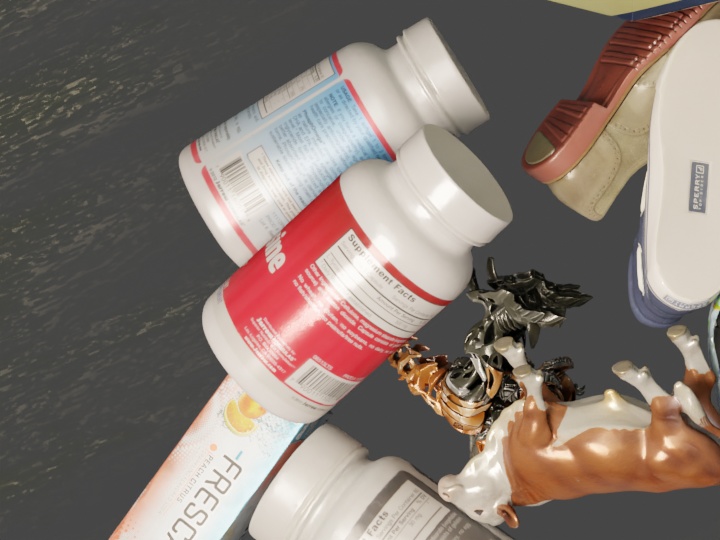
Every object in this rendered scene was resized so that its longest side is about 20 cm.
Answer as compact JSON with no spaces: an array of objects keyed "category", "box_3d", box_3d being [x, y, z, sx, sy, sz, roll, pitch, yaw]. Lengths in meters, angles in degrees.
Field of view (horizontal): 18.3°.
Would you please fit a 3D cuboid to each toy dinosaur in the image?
[{"category":"toy dinosaur","box_3d":[0.092,0.071,1.523,0.200,0.102,0.136,19,107,-8]}]

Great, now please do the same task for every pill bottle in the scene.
[{"category":"pill bottle","box_3d":[0.000,0.000,1.477,0.200,0.112,0.112,-42,78,18]},{"category":"pill bottle","box_3d":[-0.016,-0.087,1.546,0.200,0.109,0.109,-31,80,8]},{"category":"pill bottle","box_3d":[0.032,0.197,1.509,0.200,0.113,0.113,35,93,13]}]

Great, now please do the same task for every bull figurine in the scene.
[{"category":"bull figurine","box_3d":[0.143,0.105,1.449,0.200,0.065,0.121,-7,119,16]}]

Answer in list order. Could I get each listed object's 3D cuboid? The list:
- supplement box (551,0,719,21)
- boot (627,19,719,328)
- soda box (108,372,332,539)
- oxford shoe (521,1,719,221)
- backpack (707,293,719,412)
[{"category":"supplement box","box_3d":[0.160,-0.254,1.415,0.200,0.200,0.134,9,83,-31]},{"category":"boot","box_3d":[0.214,-0.063,1.494,0.073,0.090,0.200,15,74,-6]},{"category":"soda box","box_3d":[-0.107,0.158,1.567,0.068,0.064,0.200,37,94,12]},{"category":"oxford shoe","box_3d":[0.198,-0.123,1.537,0.075,0.070,0.200,43,89,-21]},{"category":"backpack","box_3d":[0.304,0.078,1.459,0.163,0.154,0.200,-30,101,13]}]
